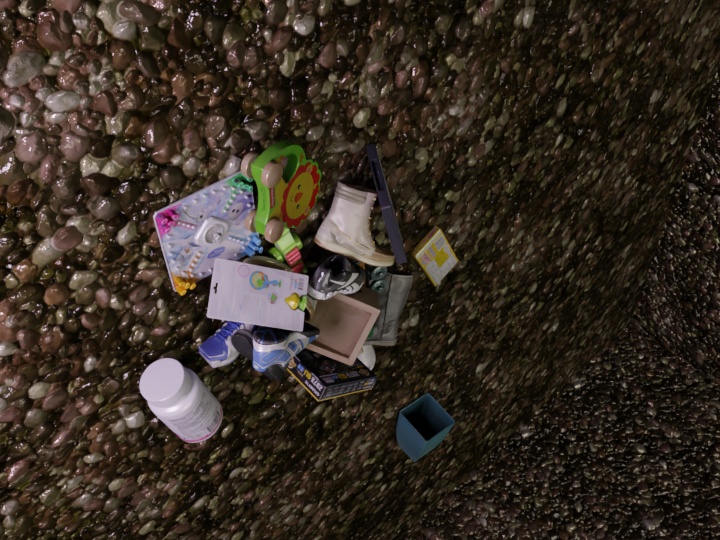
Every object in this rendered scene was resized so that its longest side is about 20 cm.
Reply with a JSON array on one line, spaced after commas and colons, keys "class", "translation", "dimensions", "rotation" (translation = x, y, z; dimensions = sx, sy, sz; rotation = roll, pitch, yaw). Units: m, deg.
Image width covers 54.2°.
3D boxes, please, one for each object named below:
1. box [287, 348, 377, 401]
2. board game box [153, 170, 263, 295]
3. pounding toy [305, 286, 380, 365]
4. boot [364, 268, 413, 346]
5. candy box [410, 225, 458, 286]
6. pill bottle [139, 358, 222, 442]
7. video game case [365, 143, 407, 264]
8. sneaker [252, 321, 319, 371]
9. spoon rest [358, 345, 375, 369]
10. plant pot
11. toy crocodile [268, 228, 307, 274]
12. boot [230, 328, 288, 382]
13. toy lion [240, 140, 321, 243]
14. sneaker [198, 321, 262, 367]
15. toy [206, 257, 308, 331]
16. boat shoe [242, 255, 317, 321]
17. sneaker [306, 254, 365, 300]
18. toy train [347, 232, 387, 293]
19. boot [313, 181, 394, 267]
[{"class": "box", "translation": [-0.078, 0.246, 1.755], "dimensions": [0.199, 0.160, 0.050], "rotation": [-2, 125, -50]}, {"class": "board game box", "translation": [-0.277, -0.068, 1.326], "dimensions": [0.199, 0.026, 0.201], "rotation": [-31, 143, -27]}, {"class": "pounding toy", "translation": [-0.045, 0.118, 1.651], "dimensions": [0.199, 0.142, 0.185], "rotation": [23, 110, -11]}, {"class": "boot", "translation": [0.037, 0.093, 1.817], "dimensions": [0.181, 0.073, 0.201], "rotation": [1, 116, -20]}, {"class": "candy box", "translation": [0.207, -0.037, 1.941], "dimensions": [0.102, 0.026, 0.200], "rotation": [-45, 147, -3]}, {"class": "pill bottle", "translation": [-0.373, 0.270, 1.466], "dimensions": [0.113, 0.113, 0.200], "rotation": [-40, 146, -15]}, {"class": "video game case", "translation": [0.057, -0.142, 1.526], "dimensions": [0.025, 0.182, 0.200], "rotation": [-15, 144, 4]}, {"class": "sneaker", "translation": [-0.157, 0.147, 1.435], "dimensions": [0.200, 0.075, 0.077], "rotation": [-12, 121, -57]}, {"class": "spoon rest", "translation": [0.015, 0.230, 1.961], "dimensions": [0.099, 0.061, 0.200], "rotation": [-21, 151, -35]}, {"class": "plant pot", "translation": [0.208, 0.562, 2.447], "dimensions": [0.141, 0.141, 0.201], "rotation": [-25, 147, -33]}, {"class": "toy crocodile", "translation": [-0.147, -0.016, 1.501], "dimensions": [0.067, 0.062, 0.201], "rotation": [-35, 144, -22]}, {"class": "boot", "translation": [-0.190, 0.139, 1.489], "dimensions": [0.131, 0.067, 0.200], "rotation": [-61, 147, -21]}, {"class": "toy lion", "translation": [-0.140, -0.161, 1.348], "dimensions": [0.192, 0.068, 0.201], "rotation": [-45, 150, -40]}, {"class": "sneaker", "translation": [-0.256, 0.109, 1.492], "dimensions": [0.199, 0.080, 0.116], "rotation": [-29, 135, -35]}, {"class": "toy", "translation": [-0.205, 0.051, 1.395], "dimensions": [0.199, 0.047, 0.116], "rotation": [11, 78, -25]}, {"class": "boat shoe", "translation": [-0.165, 0.039, 1.471], "dimensions": [0.074, 0.067, 0.200], "rotation": [-33, 129, 31]}, {"class": "sneaker", "translation": [-0.039, 0.005, 1.527], "dimensions": [0.200, 0.066, 0.091], "rotation": [-16, 139, -55]}, {"class": "toy train", "translation": [0.000, 0.000, 1.683], "dimensions": [0.113, 0.085, 0.201], "rotation": [-24, 140, -20]}, {"class": "boot", "translation": [0.011, -0.100, 1.546], "dimensions": [0.199, 0.072, 0.155], "rotation": [18, 100, -27]}]
